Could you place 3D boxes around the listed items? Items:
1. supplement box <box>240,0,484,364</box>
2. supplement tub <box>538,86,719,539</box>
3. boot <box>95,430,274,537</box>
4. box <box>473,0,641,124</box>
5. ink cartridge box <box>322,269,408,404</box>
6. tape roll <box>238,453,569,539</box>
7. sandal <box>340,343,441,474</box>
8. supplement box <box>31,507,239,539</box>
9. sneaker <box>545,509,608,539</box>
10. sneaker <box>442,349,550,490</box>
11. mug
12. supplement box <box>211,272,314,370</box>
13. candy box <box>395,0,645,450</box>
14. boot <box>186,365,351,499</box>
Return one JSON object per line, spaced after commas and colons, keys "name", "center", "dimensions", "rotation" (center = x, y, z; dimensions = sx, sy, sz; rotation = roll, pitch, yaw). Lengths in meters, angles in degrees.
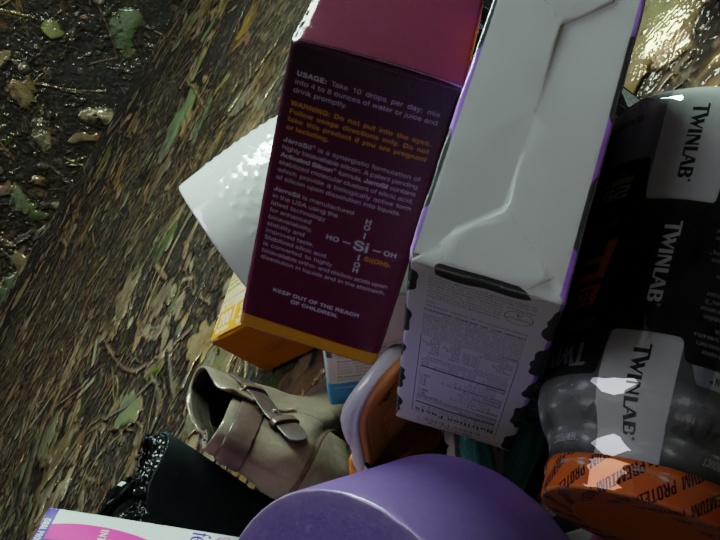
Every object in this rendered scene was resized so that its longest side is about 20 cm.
{"name": "supplement box", "center": [0.000, -0.062, 0.649], "dimensions": [0.111, 0.084, 0.201], "rotation": [-73, -1, -46]}
{"name": "supplement tub", "center": [0.156, 0.026, 0.568], "dimensions": [0.122, 0.122, 0.202], "rotation": [-20, 46, 58]}
{"name": "boot", "center": [-0.136, 0.239, 0.906], "dimensions": [0.202, 0.167, 0.076], "rotation": [-62, 21, -1]}
{"name": "box", "center": [0.078, -0.076, 0.754], "dimensions": [0.161, 0.198, 0.044], "rotation": [-50, 21, 27]}
{"name": "ink cartridge box", "center": [0.000, 0.000, 0.854], "dimensions": [0.201, 0.066, 0.117], "rotation": [89, 174, -60]}
{"name": "tape roll", "center": [0.023, 0.197, 0.580], "dimensions": [0.198, 0.084, 0.203], "rotation": [7, 100, 43]}
{"name": "sandal", "center": [0.033, 0.112, 0.743], "dimensions": [0.079, 0.059, 0.207], "rotation": [-49, -21, -11]}
{"name": "supplement box", "center": [-0.134, 0.243, 0.808], "dimensions": [0.101, 0.197, 0.105], "rotation": [-76, -6, -67]}
{"name": "sneaker", "center": [0.056, 0.154, 0.668], "dimensions": [0.199, 0.073, 0.089], "rotation": [-32, 48, 37]}
{"name": "sneaker", "center": [0.113, 0.049, 0.709], "dimensions": [0.079, 0.077, 0.202], "rotation": [19, 83, 56]}
{"name": "mug", "center": [-0.051, -0.077, 1.034], "dimensions": [0.175, 0.148, 0.200], "rotation": [-37, 36, -1]}
{"name": "supplement box", "center": [-0.064, -0.018, 1.170], "dimensions": [0.126, 0.073, 0.202], "rotation": [-29, 39, 52]}
{"name": "candy box", "center": [0.075, -0.024, 0.602], "dimensions": [0.201, 0.071, 0.170], "rotation": [89, -162, -65]}
{"name": "boot", "center": [-0.066, 0.114, 0.925], "dimensions": [0.071, 0.145, 0.200], "rotation": [-60, 22, 7]}
